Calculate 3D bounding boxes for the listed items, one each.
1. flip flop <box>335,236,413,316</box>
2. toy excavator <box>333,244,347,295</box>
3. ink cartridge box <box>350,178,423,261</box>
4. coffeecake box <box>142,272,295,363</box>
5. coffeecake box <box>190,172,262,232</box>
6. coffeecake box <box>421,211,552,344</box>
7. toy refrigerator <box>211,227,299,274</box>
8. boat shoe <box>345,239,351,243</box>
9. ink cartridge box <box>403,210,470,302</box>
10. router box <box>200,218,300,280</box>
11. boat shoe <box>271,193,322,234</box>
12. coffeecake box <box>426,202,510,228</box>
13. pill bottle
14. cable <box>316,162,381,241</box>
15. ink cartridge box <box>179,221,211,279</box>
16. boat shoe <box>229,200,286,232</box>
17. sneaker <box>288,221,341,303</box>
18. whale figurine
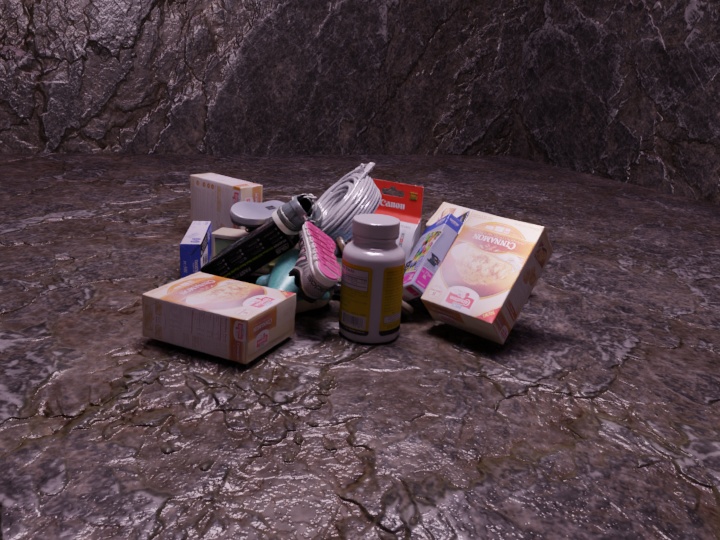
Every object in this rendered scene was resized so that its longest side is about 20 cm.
[{"bbox_3d":[0.030,0.005,1.259,0.199,0.058,0.081,42,0,-6],"label":"flip flop"},{"bbox_3d":[0.000,0.000,1.423,0.191,0.102,0.199,12,4,28],"label":"toy excavator"},{"bbox_3d":[0.057,-0.094,1.518,0.160,0.204,0.050,14,19,31],"label":"ink cartridge box"},{"bbox_3d":[-0.227,0.072,1.105,0.196,0.075,0.153,11,17,21],"label":"coffeecake box"},{"bbox_3d":[-0.336,-0.149,1.692,0.197,0.157,0.072,17,21,37],"label":"coffeecake box"},{"bbox_3d":[0.225,0.008,1.204,0.152,0.202,0.073,18,-23,40],"label":"coffeecake box"},{"bbox_3d":[-0.228,-0.040,1.498,0.196,0.078,0.070,8,17,11],"label":"toy refrigerator"},{"bbox_3d":[0.057,-0.078,1.699,0.196,0.072,0.070,-2,16,-23],"label":"boat shoe"},{"bbox_3d":[0.133,-0.034,1.323,0.042,0.202,0.119,36,-21,-9],"label":"ink cartridge box"},{"bbox_3d":[-0.210,-0.044,1.370,0.198,0.063,0.150,-29,12,14],"label":"router box"},{"bbox_3d":[-0.105,-0.113,1.318,0.073,0.062,0.200,52,18,4],"label":"boat shoe"},{"bbox_3d":[0.257,-0.049,1.448,0.198,0.154,0.073,22,64,45],"label":"coffeecake box"},{"bbox_3d":[0.021,0.011,1.162,0.109,0.204,0.112,4,17,-1],"label":"pill bottle"},{"bbox_3d":[-0.045,-0.128,1.474,0.198,0.069,0.202,-24,31,41],"label":"cable"},{"bbox_3d":[-0.342,-0.036,1.422,0.043,0.096,0.200,1,17,-7],"label":"ink cartridge box"},{"bbox_3d":[-0.223,-0.110,1.483,0.069,0.067,0.199,33,22,14],"label":"boat shoe"},{"bbox_3d":[-0.089,-0.014,1.205,0.073,0.088,0.201,32,20,-27],"label":"sneaker"},{"bbox_3d":[-0.128,0.023,1.261,0.156,0.106,0.199,11,19,23],"label":"whale figurine"}]
